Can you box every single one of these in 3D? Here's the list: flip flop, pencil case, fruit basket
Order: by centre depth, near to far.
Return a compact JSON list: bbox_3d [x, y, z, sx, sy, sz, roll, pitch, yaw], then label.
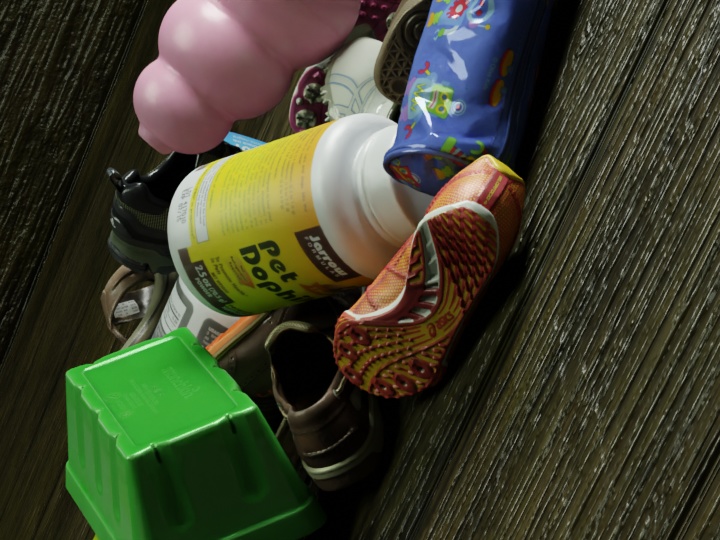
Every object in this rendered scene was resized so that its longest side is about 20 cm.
[{"bbox_3d":[0.079,-0.140,1.454,0.087,0.078,0.200,1,70,54],"label":"pencil case"},{"bbox_3d":[-0.120,0.167,1.592,0.216,0.155,0.216,159,90,-76],"label":"fruit basket"},{"bbox_3d":[-0.173,0.013,1.887,0.081,0.057,0.200,107,177,-58],"label":"flip flop"}]

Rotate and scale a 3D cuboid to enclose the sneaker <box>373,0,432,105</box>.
[{"bbox_3d":[0.076,-0.199,1.580,0.200,0.070,0.076,-54,18,23],"label":"sneaker"}]

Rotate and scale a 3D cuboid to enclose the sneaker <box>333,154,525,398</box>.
[{"bbox_3d":[0.046,0.011,1.432,0.200,0.073,0.077,-51,1,46],"label":"sneaker"}]

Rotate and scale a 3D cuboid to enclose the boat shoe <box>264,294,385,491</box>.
[{"bbox_3d":[-0.028,0.058,1.564,0.075,0.075,0.202,-31,29,6],"label":"boat shoe"}]

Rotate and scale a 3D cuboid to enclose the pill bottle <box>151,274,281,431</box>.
[{"bbox_3d":[-0.096,0.054,1.801,0.116,0.116,0.200,-98,30,-63],"label":"pill bottle"}]

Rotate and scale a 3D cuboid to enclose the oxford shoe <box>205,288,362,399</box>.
[{"bbox_3d":[-0.077,0.071,1.701,0.200,0.073,0.071,-49,3,15],"label":"oxford shoe"}]

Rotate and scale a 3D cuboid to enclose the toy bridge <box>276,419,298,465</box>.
[{"bbox_3d":[-0.061,0.163,1.659,0.067,0.027,0.200,165,125,-74],"label":"toy bridge"}]

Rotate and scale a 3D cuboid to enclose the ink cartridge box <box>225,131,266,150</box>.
[{"bbox_3d":[-0.104,-0.001,1.978,0.200,0.086,0.147,-91,24,-60],"label":"ink cartridge box"}]

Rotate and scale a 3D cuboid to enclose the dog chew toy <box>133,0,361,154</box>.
[{"bbox_3d":[-0.092,-0.170,1.761,0.200,0.125,0.125,-50,15,2],"label":"dog chew toy"}]

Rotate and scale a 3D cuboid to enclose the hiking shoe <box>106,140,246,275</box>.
[{"bbox_3d":[-0.098,-0.064,1.829,0.076,0.200,0.101,53,152,40],"label":"hiking shoe"}]

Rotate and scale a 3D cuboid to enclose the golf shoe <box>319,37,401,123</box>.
[{"bbox_3d":[0.024,-0.107,1.693,0.097,0.078,0.200,-36,33,31],"label":"golf shoe"}]

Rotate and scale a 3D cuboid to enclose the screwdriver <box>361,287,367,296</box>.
[{"bbox_3d":[0.000,0.000,1.680,0.200,0.029,0.028,-83,18,-44],"label":"screwdriver"}]

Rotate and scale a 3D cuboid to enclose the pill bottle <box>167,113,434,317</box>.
[{"bbox_3d":[-0.026,-0.038,1.557,0.200,0.109,0.109,-16,51,43],"label":"pill bottle"}]

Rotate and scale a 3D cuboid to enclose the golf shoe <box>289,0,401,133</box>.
[{"bbox_3d":[0.002,-0.193,1.857,0.200,0.075,0.092,-60,9,26],"label":"golf shoe"}]
